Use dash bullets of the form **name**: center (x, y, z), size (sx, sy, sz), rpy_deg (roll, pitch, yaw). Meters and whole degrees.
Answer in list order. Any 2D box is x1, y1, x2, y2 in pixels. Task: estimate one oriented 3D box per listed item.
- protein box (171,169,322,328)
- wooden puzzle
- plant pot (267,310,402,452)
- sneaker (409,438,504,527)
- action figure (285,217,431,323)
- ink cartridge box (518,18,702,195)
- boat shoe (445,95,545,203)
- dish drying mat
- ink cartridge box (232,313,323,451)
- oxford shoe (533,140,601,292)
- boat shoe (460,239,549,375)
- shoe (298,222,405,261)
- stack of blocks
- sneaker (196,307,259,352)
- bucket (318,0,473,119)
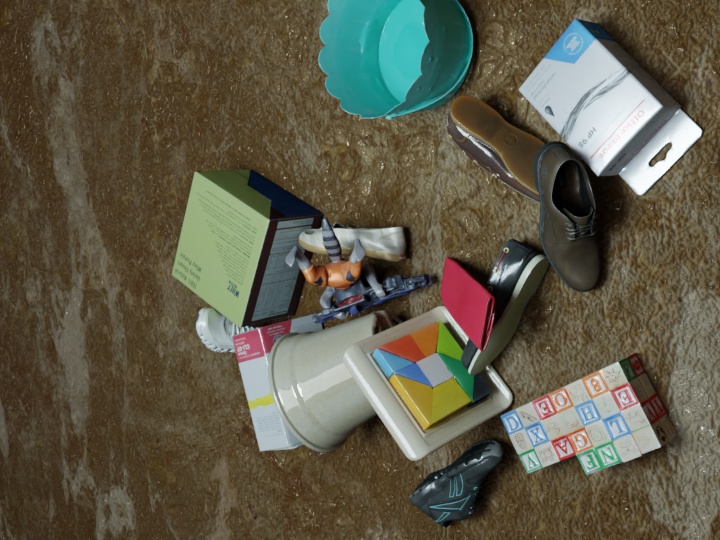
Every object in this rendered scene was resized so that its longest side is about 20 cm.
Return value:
- **protein box**: center (-0.199, -0.044, 1.447), size (0.198, 0.134, 0.202), rpy_deg (32, 116, 32)
- **wooden puzzle**: center (0.100, 0.150, 1.182), size (0.186, 0.199, 0.037), rpy_deg (54, 144, 20)
- **plant pot**: center (-0.011, 0.157, 1.298), size (0.183, 0.200, 0.202), rpy_deg (-28, 78, 27)
- **sneaker**: center (0.158, 0.321, 1.250), size (0.079, 0.075, 0.200), rpy_deg (49, 132, 7)
- **action figure**: center (0.000, 0.000, 1.265), size (0.198, 0.194, 0.106), rpy_deg (-17, 64, 10)
- **ink cartridge box**: center (0.307, -0.200, 1.032), size (0.201, 0.066, 0.116), rpy_deg (53, 125, 22)
- **boat shoe**: center (0.199, -0.158, 1.137), size (0.200, 0.070, 0.070), rpy_deg (45, 160, 16)
- **dish drying mat**: center (0.148, 0.042, 1.160), size (0.200, 0.018, 0.078), rpy_deg (-123, 41, -71)
- **ink cartridge box**: center (-0.119, 0.188, 1.406), size (0.083, 0.144, 0.202), rpy_deg (-18, 85, 41)
- **oxford shoe**: center (0.266, -0.057, 1.052), size (0.072, 0.085, 0.202), rpy_deg (-20, 109, 1)
- **boat shoe**: center (0.191, 0.053, 1.168), size (0.063, 0.073, 0.203), rpy_deg (35, 112, 30)
- **shoe**: center (-0.013, -0.053, 1.332), size (0.198, 0.070, 0.054), rpy_deg (9, 104, 31)
- **stack of blocks**: center (0.299, 0.206, 1.107), size (0.199, 0.058, 0.116), rpy_deg (-34, 75, 38)
- **sneaker**: center (-0.205, 0.115, 1.456), size (0.080, 0.200, 0.076), rpy_deg (-15, 56, 31)
- **bucket**: center (0.054, -0.319, 1.187), size (0.206, 0.134, 0.210), rpy_deg (8, 103, 40)
